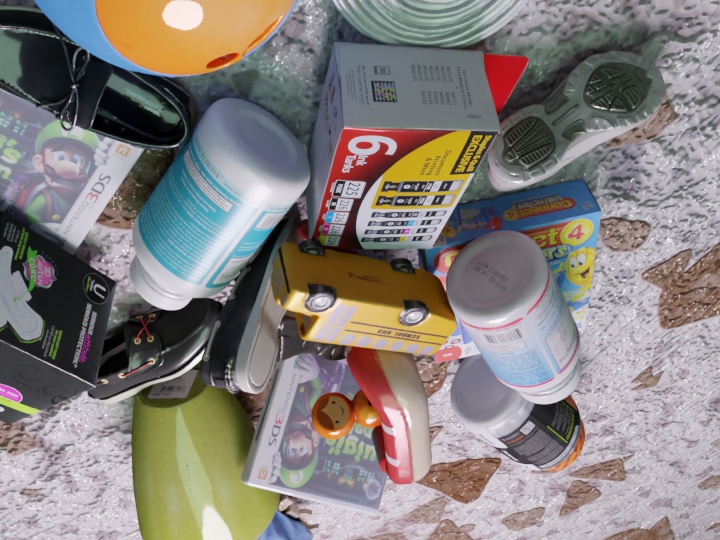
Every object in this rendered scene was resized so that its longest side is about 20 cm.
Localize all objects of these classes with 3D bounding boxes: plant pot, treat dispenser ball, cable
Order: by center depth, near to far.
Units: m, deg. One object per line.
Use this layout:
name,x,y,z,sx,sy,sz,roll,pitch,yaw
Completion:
treat dispenser ball,-0.123,-0.227,0.469,0.196,0.203,0.204,-6,135,-6
cable,0.057,-0.266,0.567,0.198,0.070,0.200,29,122,-34
plant pot,-0.204,0.214,0.915,0.182,0.188,0.204,-9,121,-4

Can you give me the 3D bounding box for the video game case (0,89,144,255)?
video game case,-0.324,-0.099,0.675,0.198,0.024,0.182,26,123,-32

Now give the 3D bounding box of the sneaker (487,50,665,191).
sneaker,0.201,-0.142,0.730,0.197,0.079,0.099,-27,173,-6

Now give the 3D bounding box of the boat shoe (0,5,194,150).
boat shoe,-0.225,-0.152,0.608,0.197,0.062,0.076,21,109,-31

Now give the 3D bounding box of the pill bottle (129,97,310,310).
pill bottle,-0.142,-0.052,0.700,0.109,0.112,0.200,24,124,-32

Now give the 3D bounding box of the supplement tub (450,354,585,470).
supplement tub,0.219,0.192,1.013,0.122,0.124,0.199,-34,131,21

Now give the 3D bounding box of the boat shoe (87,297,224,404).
boat shoe,-0.238,0.085,0.837,0.198,0.075,0.063,-27,136,16

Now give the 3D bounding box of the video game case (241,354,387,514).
video game case,-0.033,0.192,0.926,0.197,0.186,0.023,24,168,-32

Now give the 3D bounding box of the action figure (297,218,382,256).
action figure,0.000,0.000,0.819,0.051,0.067,0.199,-17,142,37

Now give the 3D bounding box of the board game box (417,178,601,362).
board game box,0.168,0.007,0.867,0.195,0.057,0.198,-12,135,-1

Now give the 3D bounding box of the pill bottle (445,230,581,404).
pill bottle,0.173,0.059,0.802,0.107,0.110,0.201,-25,134,12

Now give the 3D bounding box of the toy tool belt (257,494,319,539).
toy tool belt,-0.125,0.410,1.148,0.122,0.127,0.199,-31,134,30

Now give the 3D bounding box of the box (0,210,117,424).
box,-0.361,0.039,0.708,0.146,0.127,0.199,-23,138,28

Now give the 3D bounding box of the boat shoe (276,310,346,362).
boat shoe,-0.058,0.053,0.850,0.197,0.074,0.077,4,121,-45

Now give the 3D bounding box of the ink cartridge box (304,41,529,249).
ink cartridge box,0.046,-0.101,0.672,0.171,0.086,0.201,-1,155,-12

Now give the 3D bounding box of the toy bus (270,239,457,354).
toy bus,0.002,0.031,0.740,0.196,0.066,0.079,10,134,-31

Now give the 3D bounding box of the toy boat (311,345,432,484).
toy boat,0.007,0.155,0.849,0.128,0.132,0.203,-12,128,-5

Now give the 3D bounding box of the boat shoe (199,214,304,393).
boat shoe,-0.103,0.028,0.741,0.059,0.203,0.074,2,146,18
